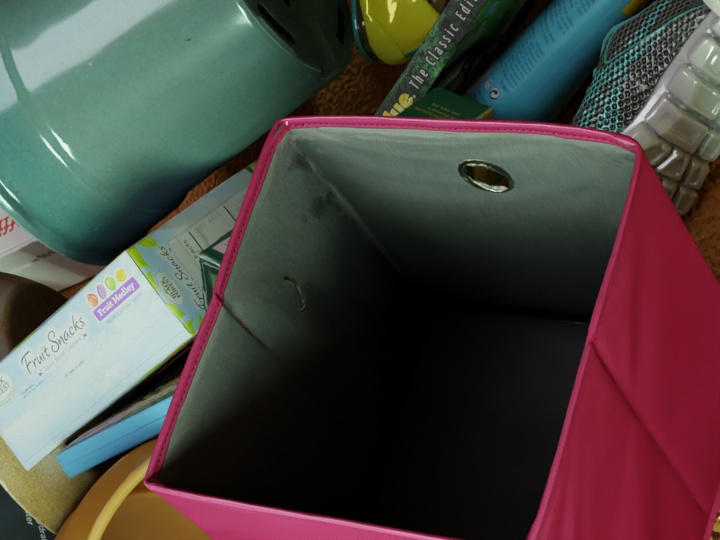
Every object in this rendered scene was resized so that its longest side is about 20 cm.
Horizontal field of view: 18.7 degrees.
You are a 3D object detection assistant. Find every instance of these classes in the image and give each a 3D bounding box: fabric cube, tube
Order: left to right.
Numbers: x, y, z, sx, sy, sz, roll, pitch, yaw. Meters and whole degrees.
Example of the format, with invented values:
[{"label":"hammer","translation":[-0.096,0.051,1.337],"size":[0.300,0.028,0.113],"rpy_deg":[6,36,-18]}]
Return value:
[{"label":"fabric cube","translation":[0.053,0.065,1.025],"size":[0.195,0.199,0.201],"rpy_deg":[5,64,31]},{"label":"tube","translation":[0.118,-0.132,1.201],"size":[0.200,0.050,0.078],"rpy_deg":[-48,24,28]}]

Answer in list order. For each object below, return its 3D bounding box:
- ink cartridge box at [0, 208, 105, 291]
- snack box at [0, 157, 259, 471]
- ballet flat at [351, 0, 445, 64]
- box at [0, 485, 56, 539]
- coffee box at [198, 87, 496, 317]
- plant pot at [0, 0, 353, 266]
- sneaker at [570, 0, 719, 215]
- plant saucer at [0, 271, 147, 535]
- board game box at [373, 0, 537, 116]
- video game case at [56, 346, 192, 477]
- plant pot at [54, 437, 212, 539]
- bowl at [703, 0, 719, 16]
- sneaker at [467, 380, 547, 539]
[{"label":"ink cartridge box","translation":[-0.235,-0.090,1.577],"size":[0.145,0.084,0.202],"rpy_deg":[-21,64,45]},{"label":"snack box","translation":[-0.120,0.017,1.324],"size":[0.168,0.200,0.068],"rpy_deg":[-38,93,34]},{"label":"ballet flat","translation":[0.024,-0.222,1.341],"size":[0.067,0.067,0.202],"rpy_deg":[-15,68,23]},{"label":"box","translation":[-0.265,0.154,1.441],"size":[0.118,0.199,0.198],"rpy_deg":[-49,45,38]},{"label":"coffee box","translation":[0.000,0.000,1.159],"size":[0.044,0.200,0.124],"rpy_deg":[22,131,34]},{"label":"plant pot","translation":[-0.123,-0.136,1.315],"size":[0.195,0.200,0.202],"rpy_deg":[-30,56,26]},{"label":"sneaker","translation":[0.146,-0.082,1.145],"size":[0.200,0.077,0.092],"rpy_deg":[-47,38,20]},{"label":"plant saucer","translation":[-0.193,0.079,1.399],"size":[0.035,0.200,0.201],"rpy_deg":[-30,55,18]},{"label":"board game box","translation":[0.056,-0.122,1.236],"size":[0.023,0.105,0.201],"rpy_deg":[40,113,13]},{"label":"video game case","translation":[-0.074,0.046,1.282],"size":[0.143,0.200,0.018],"rpy_deg":[-27,98,42]},{"label":"plant pot","translation":[-0.098,0.189,1.263],"size":[0.183,0.199,0.202],"rpy_deg":[-8,72,64]},{"label":"bowl","translation":[0.207,-0.175,1.035],"size":[0.108,0.198,0.201],"rpy_deg":[97,154,-45]},{"label":"sneaker","translation":[0.094,0.104,1.143],"size":[0.081,0.075,0.201],"rpy_deg":[-45,48,20]}]
